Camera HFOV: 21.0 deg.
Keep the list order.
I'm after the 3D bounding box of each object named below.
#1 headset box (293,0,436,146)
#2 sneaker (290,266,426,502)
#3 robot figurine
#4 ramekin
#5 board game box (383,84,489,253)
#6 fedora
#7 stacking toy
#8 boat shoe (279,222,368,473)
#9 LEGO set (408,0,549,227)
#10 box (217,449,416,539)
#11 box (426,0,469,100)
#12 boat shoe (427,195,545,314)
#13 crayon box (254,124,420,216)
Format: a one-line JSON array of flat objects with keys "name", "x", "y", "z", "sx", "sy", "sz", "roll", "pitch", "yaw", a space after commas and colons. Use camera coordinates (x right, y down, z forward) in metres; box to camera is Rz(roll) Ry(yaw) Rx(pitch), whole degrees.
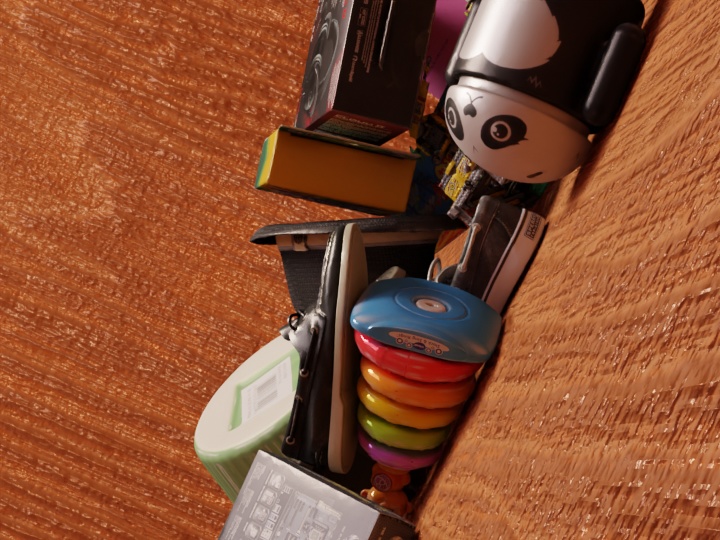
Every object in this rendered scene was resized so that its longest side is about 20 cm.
[{"name": "headset box", "x": 0.006, "y": -0.191, "z": 1.704, "sx": 0.200, "sy": 0.077, "sz": 0.150, "roll": 163, "pitch": 118, "yaw": -78}, {"name": "sneaker", "x": 0.024, "y": 0.104, "z": 1.639, "sx": 0.075, "sy": 0.106, "sz": 0.201, "roll": -164, "pitch": 98, "yaw": -81}, {"name": "robot figurine", "x": 0.140, "y": -0.166, "z": 1.478, "sx": 0.150, "sy": 0.124, "sz": 0.201, "roll": 161, "pitch": 131, "yaw": -87}, {"name": "ramekin", "x": -0.055, "y": 0.136, "z": 1.752, "sx": 0.200, "sy": 0.098, "sz": 0.200, "roll": -34, "pitch": 21, "yaw": 15}, {"name": "board game box", "x": 0.121, "y": -0.128, "z": 1.845, "sx": 0.200, "sy": 0.056, "sz": 0.196, "roll": -37, "pitch": -22, "yaw": -47}, {"name": "fedora", "x": 0.000, "y": 0.000, "z": 1.729, "sx": 0.201, "sy": 0.200, "sz": 0.092, "roll": -117, "pitch": 24, "yaw": -89}, {"name": "stacking toy", "x": 0.035, "y": 0.117, "z": 1.557, "sx": 0.110, "sy": 0.116, "sz": 0.201, "roll": -61, "pitch": -15, "yaw": -67}, {"name": "boat shoe", "x": -0.033, "y": 0.061, "z": 1.565, "sx": 0.074, "sy": 0.066, "sz": 0.200, "roll": -21, "pitch": -66, "yaw": -73}, {"name": "LEGO set", "x": 0.107, "y": -0.132, "z": 1.622, "sx": 0.116, "sy": 0.154, "sz": 0.200, "roll": -22, "pitch": -23, "yaw": -50}, {"name": "box", "x": -0.059, "y": 0.259, "z": 1.523, "sx": 0.157, "sy": 0.051, "sz": 0.201, "roll": 20, "pitch": 85, "yaw": 48}, {"name": "box", "x": 0.135, "y": -0.272, "z": 1.852, "sx": 0.200, "sy": 0.097, "sz": 0.176, "roll": -31, "pitch": -23, "yaw": -54}, {"name": "boat shoe", "x": 0.084, "y": 0.022, "z": 1.614, "sx": 0.074, "sy": 0.068, "sz": 0.200, "roll": -66, "pitch": 1, "yaw": -48}, {"name": "crayon box", "x": -0.024, "y": -0.086, "z": 1.730, "sx": 0.200, "sy": 0.125, "sz": 0.052, "roll": 176, "pitch": 106, "yaw": -84}]
